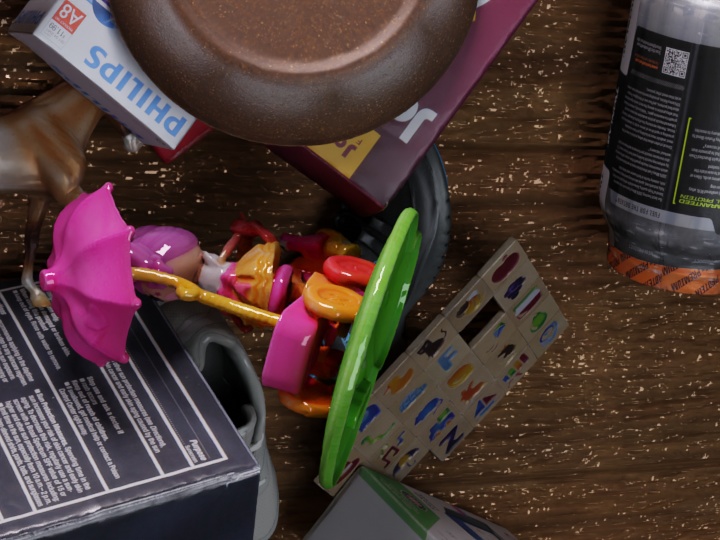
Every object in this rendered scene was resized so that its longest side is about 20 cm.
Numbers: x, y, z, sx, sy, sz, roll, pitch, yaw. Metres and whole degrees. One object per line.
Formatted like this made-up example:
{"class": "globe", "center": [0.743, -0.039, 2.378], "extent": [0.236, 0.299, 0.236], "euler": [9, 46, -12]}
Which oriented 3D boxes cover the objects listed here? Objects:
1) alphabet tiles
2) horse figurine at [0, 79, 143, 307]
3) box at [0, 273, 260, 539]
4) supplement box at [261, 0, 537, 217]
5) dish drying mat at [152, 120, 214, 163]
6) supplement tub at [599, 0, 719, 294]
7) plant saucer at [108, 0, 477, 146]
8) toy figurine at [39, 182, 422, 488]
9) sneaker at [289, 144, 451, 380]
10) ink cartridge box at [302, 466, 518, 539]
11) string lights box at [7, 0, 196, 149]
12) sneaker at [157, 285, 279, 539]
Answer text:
{"class": "alphabet tiles", "center": [0.054, 0.081, 1.215], "extent": [0.200, 0.008, 0.167], "euler": [-46, 153, -3]}
{"class": "horse figurine", "center": [-0.213, -0.045, 1.007], "extent": [0.199, 0.050, 0.133], "euler": [-3, 88, -11]}
{"class": "box", "center": [-0.185, 0.111, 1.005], "extent": [0.198, 0.200, 0.124], "euler": [-14, 133, -24]}
{"class": "supplement box", "center": [0.022, -0.141, 1.007], "extent": [0.110, 0.086, 0.200], "euler": [37, 84, -7]}
{"class": "dish drying mat", "center": [-0.131, -0.159, 1.041], "extent": [0.077, 0.018, 0.200], "euler": [-38, 125, -11]}
{"class": "supplement tub", "center": [0.227, -0.093, 1.212], "extent": [0.122, 0.122, 0.201], "euler": [-3, 112, -29]}
{"class": "plant saucer", "center": [-0.033, -0.166, 0.939], "extent": [0.199, 0.037, 0.201], "euler": [0, 86, -6]}
{"class": "toy figurine", "center": [-0.073, 0.006, 0.970], "extent": [0.183, 0.200, 0.151], "euler": [18, 110, 5]}
{"class": "sneaker", "center": [0.000, 0.000, 1.152], "extent": [0.082, 0.073, 0.201], "euler": [1, 111, -31]}
{"class": "ink cartridge box", "center": [0.071, 0.225, 1.221], "extent": [0.088, 0.145, 0.200], "euler": [-52, 140, 4]}
{"class": "string lights box", "center": [-0.090, -0.177, 0.998], "extent": [0.103, 0.059, 0.200], "euler": [39, 80, -25]}
{"class": "sneaker", "center": [-0.089, 0.105, 1.136], "extent": [0.076, 0.092, 0.201], "euler": [-27, 122, -16]}
